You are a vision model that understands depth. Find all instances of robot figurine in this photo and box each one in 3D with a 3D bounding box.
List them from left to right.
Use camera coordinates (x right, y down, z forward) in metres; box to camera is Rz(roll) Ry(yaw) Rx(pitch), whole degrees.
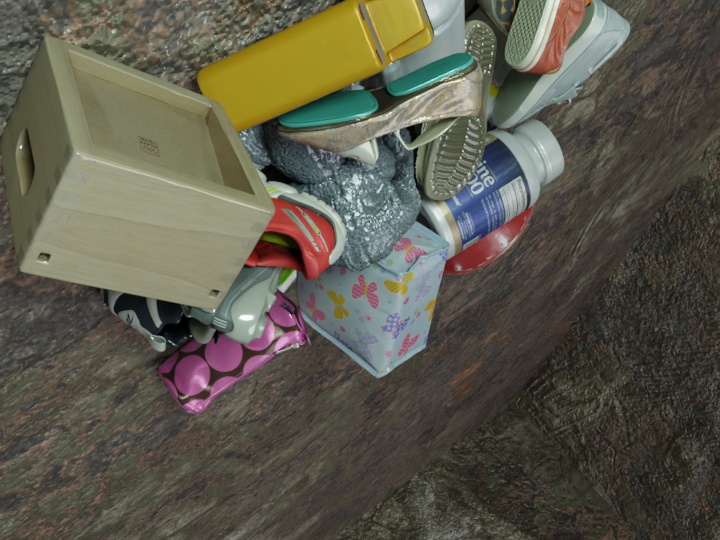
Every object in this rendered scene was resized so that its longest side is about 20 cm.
[{"bbox_3d":[0.048,-0.251,0.794,0.201,0.111,0.173,72,28,-66],"label":"robot figurine"}]

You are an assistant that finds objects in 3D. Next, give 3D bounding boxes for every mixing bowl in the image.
[{"bbox_3d":[0.138,-0.109,1.155,0.200,0.200,0.108,-45,127,1],"label":"mixing bowl"}]

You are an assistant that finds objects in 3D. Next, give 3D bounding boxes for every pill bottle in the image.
[{"bbox_3d":[0.158,-0.109,1.022,0.198,0.112,0.111,-32,156,-11],"label":"pill bottle"}]

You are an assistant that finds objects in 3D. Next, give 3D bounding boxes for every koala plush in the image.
[{"bbox_3d":[-0.038,-0.120,0.829,0.175,0.185,0.201,-25,132,8],"label":"koala plush"}]

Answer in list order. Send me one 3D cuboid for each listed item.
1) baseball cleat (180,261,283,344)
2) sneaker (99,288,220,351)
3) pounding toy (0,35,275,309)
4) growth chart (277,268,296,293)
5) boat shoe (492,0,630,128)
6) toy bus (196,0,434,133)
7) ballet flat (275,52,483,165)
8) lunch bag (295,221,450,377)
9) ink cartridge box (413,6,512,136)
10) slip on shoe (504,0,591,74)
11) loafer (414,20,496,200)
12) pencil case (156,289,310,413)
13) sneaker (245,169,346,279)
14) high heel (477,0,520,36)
[{"bbox_3d":[-0.124,-0.002,0.802,0.201,0.105,0.071,-87,-158,-69],"label":"baseball cleat"},{"bbox_3d":[-0.167,0.017,0.867,0.198,0.130,0.080,-28,154,-36],"label":"sneaker"},{"bbox_3d":[-0.181,-0.067,0.636,0.182,0.201,0.143,15,122,-40],"label":"pounding toy"},{"bbox_3d":[-0.125,-0.006,1.054,0.145,0.018,0.199,-52,158,15],"label":"growth chart"},{"bbox_3d":[0.230,-0.224,0.925,0.070,0.071,0.201,17,147,-21],"label":"boat shoe"},{"bbox_3d":[-0.038,-0.187,0.695,0.197,0.066,0.078,-18,-163,20],"label":"toy bus"},{"bbox_3d":[0.022,-0.137,0.735,0.196,0.068,0.068,-17,124,1],"label":"ballet flat"},{"bbox_3d":[0.000,0.000,1.010,0.126,0.199,0.172,-29,140,-41],"label":"lunch bag"},{"bbox_3d":[0.158,-0.249,1.034,0.200,0.086,0.148,-46,158,0],"label":"ink cartridge box"},{"bbox_3d":[0.216,-0.302,0.838,0.060,0.074,0.203,13,103,-30],"label":"slip on shoe"},{"bbox_3d":[0.104,-0.183,0.922,0.075,0.068,0.204,9,99,-34],"label":"loafer"},{"bbox_3d":[-0.164,0.108,1.052,0.198,0.094,0.091,-35,163,-1],"label":"pencil case"},{"bbox_3d":[-0.111,-0.049,0.765,0.078,0.197,0.085,93,22,-46],"label":"sneaker"},{"bbox_3d":[0.182,-0.339,0.871,0.143,0.072,0.199,-46,134,17],"label":"high heel"}]
